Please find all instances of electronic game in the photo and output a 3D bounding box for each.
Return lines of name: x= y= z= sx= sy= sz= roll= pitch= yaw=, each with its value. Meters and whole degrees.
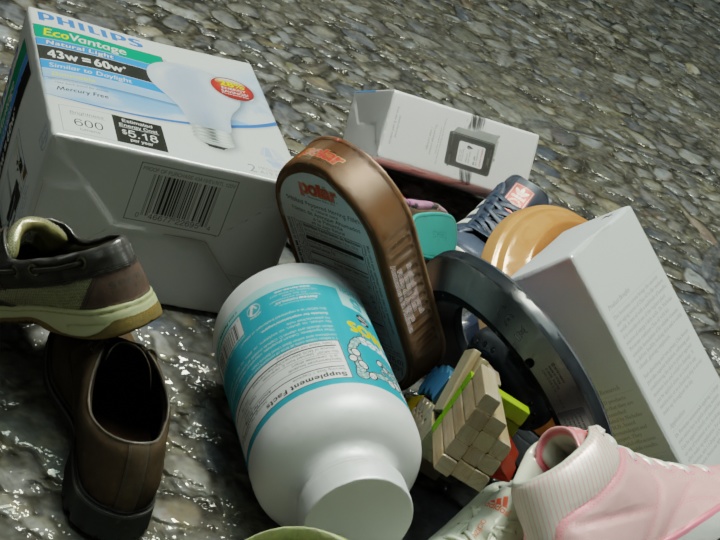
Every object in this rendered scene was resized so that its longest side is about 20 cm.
electronic game: x=0.107 y=0.074 z=1.008 sx=0.041 sy=0.201 sz=0.200 roll=-32 pitch=54 yaw=-18

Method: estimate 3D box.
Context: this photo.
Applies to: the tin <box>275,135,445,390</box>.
tin: x=0.000 y=0.000 z=1.013 sx=0.111 sy=0.202 sz=0.042 roll=18 pitch=47 yaw=41

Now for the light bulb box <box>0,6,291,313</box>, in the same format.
light bulb box: x=-0.169 y=-0.082 z=1.096 sx=0.196 sy=0.126 sz=0.201 roll=11 pitch=31 yaw=-26

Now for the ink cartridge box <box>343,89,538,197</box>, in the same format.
ink cartridge box: x=0.093 y=-0.118 z=1.407 sx=0.197 sy=0.068 sz=0.116 roll=15 pitch=1 yaw=-21

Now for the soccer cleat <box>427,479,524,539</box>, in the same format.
soccer cleat: x=0.074 y=0.176 z=0.897 sx=0.069 sy=0.078 sz=0.199 roll=34 pitch=28 yaw=17

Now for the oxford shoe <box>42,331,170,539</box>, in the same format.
oxford shoe: x=-0.149 y=0.068 z=0.890 sx=0.072 sy=0.085 sz=0.201 roll=9 pitch=29 yaw=-26

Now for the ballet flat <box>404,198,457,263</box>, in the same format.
ballet flat: x=0.015 y=-0.031 z=1.120 sx=0.070 sy=0.070 sz=0.200 roll=1 pitch=-1 yaw=22

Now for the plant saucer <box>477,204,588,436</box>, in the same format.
plant saucer: x=0.173 y=0.042 z=1.146 sx=0.198 sy=0.037 sz=0.203 roll=17 pitch=63 yaw=-37

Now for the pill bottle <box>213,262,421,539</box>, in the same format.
pill bottle: x=-0.026 y=0.092 z=0.923 sx=0.109 sy=0.112 sz=0.201 roll=12 pitch=30 yaw=-25

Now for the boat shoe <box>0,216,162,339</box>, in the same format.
boat shoe: x=-0.202 y=-0.003 z=0.906 sx=0.198 sy=0.066 sz=0.073 roll=6 pitch=19 yaw=36

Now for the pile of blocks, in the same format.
pile of blocks: x=0.073 y=0.103 z=0.957 sx=0.062 sy=0.083 sz=0.200 roll=32 pitch=-8 yaw=-9

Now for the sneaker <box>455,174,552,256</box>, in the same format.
sneaker: x=0.125 y=-0.042 z=1.290 sx=0.075 sy=0.085 sz=0.200 roll=35 pitch=17 yaw=9

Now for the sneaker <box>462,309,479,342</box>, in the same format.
sneaker: x=0.126 y=0.047 z=1.180 sx=0.198 sy=0.083 sz=0.074 roll=-20 pitch=10 yaw=-34

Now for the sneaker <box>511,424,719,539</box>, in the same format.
sneaker: x=0.170 y=0.134 z=0.903 sx=0.199 sy=0.075 sz=0.106 roll=-18 pitch=82 yaw=-42

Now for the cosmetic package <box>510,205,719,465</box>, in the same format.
cosmetic package: x=0.202 y=0.067 z=1.086 sx=0.101 sy=0.071 sz=0.202 roll=-34 pitch=98 yaw=-46

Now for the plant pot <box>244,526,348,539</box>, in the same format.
plant pot: x=0.026 y=0.229 z=0.664 sx=0.183 sy=0.202 sz=0.201 roll=16 pitch=26 yaw=-43

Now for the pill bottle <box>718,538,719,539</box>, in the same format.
pill bottle: x=0.214 y=0.231 z=0.884 sx=0.112 sy=0.113 sz=0.199 roll=37 pitch=28 yaw=22

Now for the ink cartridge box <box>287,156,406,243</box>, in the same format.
ink cartridge box: x=0.019 y=-0.041 z=1.273 sx=0.198 sy=0.048 sz=0.160 roll=-7 pitch=42 yaw=-46
